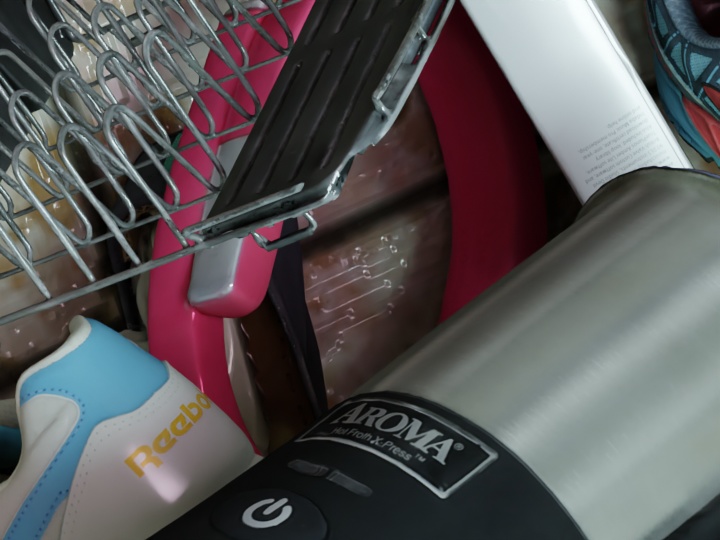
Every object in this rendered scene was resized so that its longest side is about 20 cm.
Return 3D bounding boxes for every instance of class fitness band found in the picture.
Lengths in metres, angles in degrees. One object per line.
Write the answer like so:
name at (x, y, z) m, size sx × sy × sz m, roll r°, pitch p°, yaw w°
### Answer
fitness band at (0.000, 0.000, 0.808) m, size 0.144 × 0.037 × 0.201 m, roll 43°, pitch 50°, yaw -40°

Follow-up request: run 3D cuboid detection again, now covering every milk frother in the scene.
milk frother at (0.058, 0.114, 0.668) m, size 0.188 × 0.180 × 0.200 m, roll -35°, pitch 142°, yaw -33°

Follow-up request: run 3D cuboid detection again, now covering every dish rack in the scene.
dish rack at (-0.061, -0.051, 0.716) m, size 0.055 × 0.200 × 0.154 m, roll 49°, pitch 43°, yaw -28°

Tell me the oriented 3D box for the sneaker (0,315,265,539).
sneaker at (-0.096, 0.085, 0.756) m, size 0.081 × 0.200 × 0.077 m, roll 45°, pitch 40°, yaw -2°

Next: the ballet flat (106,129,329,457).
ballet flat at (-0.037, 0.057, 0.824) m, size 0.073 × 0.073 × 0.201 m, roll -17°, pitch 101°, yaw -22°

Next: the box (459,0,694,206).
box at (0.076, -0.044, 0.827) m, size 0.036 × 0.144 × 0.200 m, roll -29°, pitch 110°, yaw 7°

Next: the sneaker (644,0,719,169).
sneaker at (0.149, -0.053, 0.822) m, size 0.079 × 0.200 × 0.096 m, roll -41°, pitch 137°, yaw -12°
